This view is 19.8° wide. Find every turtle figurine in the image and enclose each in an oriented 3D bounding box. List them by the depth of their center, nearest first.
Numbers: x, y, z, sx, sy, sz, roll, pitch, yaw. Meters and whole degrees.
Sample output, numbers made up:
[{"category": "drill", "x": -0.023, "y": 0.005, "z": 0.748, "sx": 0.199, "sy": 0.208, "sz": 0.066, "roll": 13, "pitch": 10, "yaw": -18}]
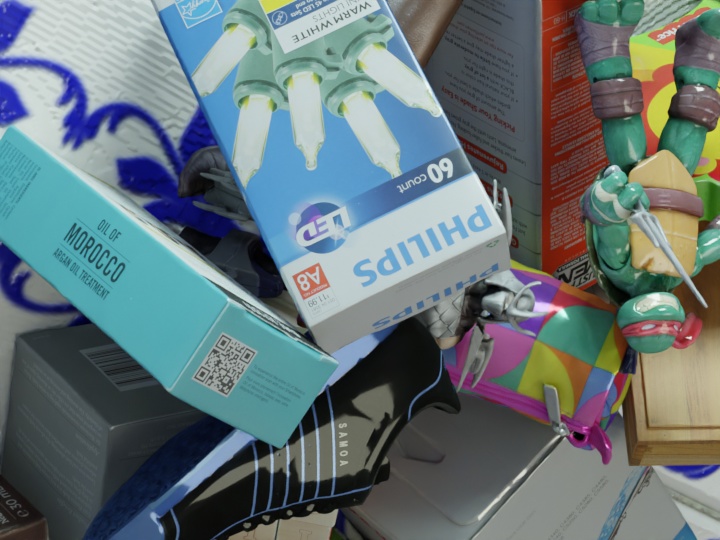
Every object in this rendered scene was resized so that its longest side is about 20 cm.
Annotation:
[{"category": "turtle figurine", "x": 0.156, "y": -0.033, "z": 1.053, "sx": 0.149, "sy": 0.100, "sz": 0.201, "roll": 8, "pitch": 75, "yaw": -42}]

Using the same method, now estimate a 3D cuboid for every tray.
[{"category": "tray", "x": 0.196, "y": 0.014, "z": 1.198, "sx": 0.098, "sy": 0.201, "sz": 0.037, "roll": -1, "pitch": 149, "yaw": -3}]

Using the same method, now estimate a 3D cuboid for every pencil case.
[{"category": "pencil case", "x": 0.059, "y": 0.028, "z": 1.127, "sx": 0.088, "sy": 0.199, "sz": 0.089, "roll": 23, "pitch": 90, "yaw": -79}]

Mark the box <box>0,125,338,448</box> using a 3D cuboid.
[{"category": "box", "x": -0.103, "y": 0.005, "z": 0.967, "sx": 0.082, "sy": 0.200, "sz": 0.049, "roll": 33, "pitch": 92, "yaw": -46}]

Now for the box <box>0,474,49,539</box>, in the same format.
[{"category": "box", "x": -0.260, "y": 0.153, "z": 0.994, "sx": 0.199, "sy": 0.100, "sz": 0.075, "roll": -19, "pitch": 126, "yaw": -34}]

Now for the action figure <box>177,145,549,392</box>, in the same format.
[{"category": "action figure", "x": 0.000, "y": 0.000, "z": 1.058, "sx": 0.069, "sy": 0.199, "sz": 0.131, "roll": -43, "pitch": 146, "yaw": -69}]

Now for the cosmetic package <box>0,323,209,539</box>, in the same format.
[{"category": "cosmetic package", "x": -0.136, "y": 0.138, "z": 1.090, "sx": 0.090, "sy": 0.107, "sz": 0.201, "roll": -10, "pitch": 123, "yaw": -36}]

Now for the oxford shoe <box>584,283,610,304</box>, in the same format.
[{"category": "oxford shoe", "x": 0.162, "y": -0.018, "z": 1.288, "sx": 0.072, "sy": 0.071, "sz": 0.201, "roll": 13, "pitch": 100, "yaw": -31}]

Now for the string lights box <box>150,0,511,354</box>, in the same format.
[{"category": "string lights box", "x": -0.017, "y": -0.072, "z": 0.981, "sx": 0.102, "sy": 0.201, "sz": 0.059, "roll": -26, "pitch": 161, "yaw": -2}]

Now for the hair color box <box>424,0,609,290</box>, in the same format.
[{"category": "hair color box", "x": 0.087, "y": -0.088, "z": 1.152, "sx": 0.061, "sy": 0.101, "sz": 0.201, "roll": -26, "pitch": 131, "yaw": -31}]

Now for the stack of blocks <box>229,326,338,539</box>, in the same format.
[{"category": "stack of blocks", "x": -0.045, "y": 0.142, "z": 1.129, "sx": 0.058, "sy": 0.115, "sz": 0.201, "roll": 11, "pitch": 131, "yaw": 0}]

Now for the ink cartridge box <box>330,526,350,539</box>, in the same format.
[{"category": "ink cartridge box", "x": 0.044, "y": 0.261, "z": 1.254, "sx": 0.076, "sy": 0.200, "sz": 0.148, "roll": -47, "pitch": 137, "yaw": -8}]

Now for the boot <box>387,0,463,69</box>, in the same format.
[{"category": "boot", "x": 0.061, "y": -0.147, "z": 1.036, "sx": 0.200, "sy": 0.186, "sz": 0.064, "roll": -53, "pitch": 142, "yaw": -6}]

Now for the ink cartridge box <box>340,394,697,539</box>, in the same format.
[{"category": "ink cartridge box", "x": 0.087, "y": 0.142, "z": 1.260, "sx": 0.146, "sy": 0.147, "sz": 0.200, "roll": -46, "pitch": 137, "yaw": -9}]

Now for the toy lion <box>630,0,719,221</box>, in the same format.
[{"category": "toy lion", "x": 0.218, "y": -0.099, "z": 1.194, "sx": 0.199, "sy": 0.192, "sz": 0.069, "roll": -28, "pitch": 132, "yaw": -27}]

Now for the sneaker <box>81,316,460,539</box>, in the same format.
[{"category": "sneaker", "x": -0.040, "y": 0.096, "z": 1.000, "sx": 0.200, "sy": 0.070, "sz": 0.078, "roll": -39, "pitch": 104, "yaw": -8}]
